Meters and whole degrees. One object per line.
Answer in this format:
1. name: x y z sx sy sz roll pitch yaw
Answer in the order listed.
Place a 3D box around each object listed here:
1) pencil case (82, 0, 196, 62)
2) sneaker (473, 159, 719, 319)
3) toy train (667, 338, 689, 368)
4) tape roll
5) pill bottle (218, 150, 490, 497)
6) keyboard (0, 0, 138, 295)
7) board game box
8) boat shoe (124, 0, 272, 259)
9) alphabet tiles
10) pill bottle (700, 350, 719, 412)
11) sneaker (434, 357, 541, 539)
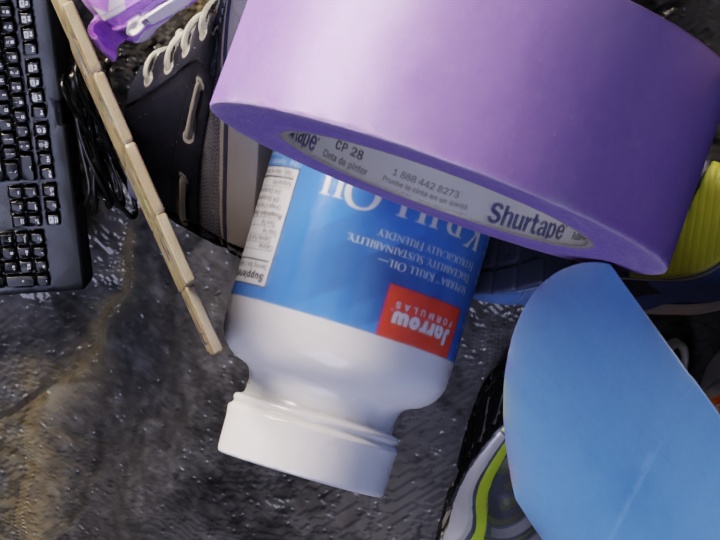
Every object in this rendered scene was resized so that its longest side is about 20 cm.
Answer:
1. pencil case: -0.045 -0.169 1.054 0.200 0.086 0.084 -27 139 21
2. sneaker: 0.114 -0.011 1.160 0.200 0.074 0.082 5 167 42
3. toy train: 0.129 0.137 1.238 0.055 0.150 0.201 9 120 31
4. tape roll: 0.045 -0.071 0.982 0.199 0.200 0.085 19 85 6
5. pill bottle: 0.000 0.000 1.131 0.112 0.112 0.201 15 87 9
6. keyboard: -0.172 -0.076 1.221 0.104 0.040 0.201 -7 116 -3
7. board game box: 0.132 0.092 1.032 0.200 0.039 0.158 57 147 32
8. boat shoe: -0.071 -0.105 1.173 0.093 0.075 0.201 21 118 27
9. alphabet tiles: -0.107 -0.053 1.117 0.006 0.166 0.201 -24 90 -5
10. pill bottle: 0.191 0.121 1.153 0.109 0.200 0.110 10 127 13
11. sneaker: 0.089 0.121 1.281 0.081 0.074 0.200 15 135 0
